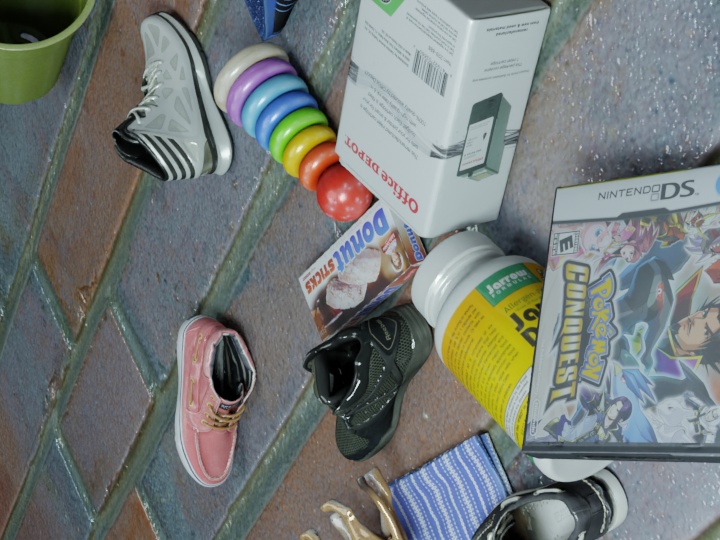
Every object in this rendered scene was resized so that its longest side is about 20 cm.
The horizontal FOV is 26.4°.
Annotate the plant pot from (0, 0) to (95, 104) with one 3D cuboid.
[{"bbox_3d":[-0.427,-0.306,1.895,0.202,0.198,0.190,64,159,18],"label":"plant pot"}]

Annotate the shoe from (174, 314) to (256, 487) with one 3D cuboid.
[{"bbox_3d":[-0.164,0.155,1.737,0.091,0.071,0.203,16,111,60],"label":"shoe"}]

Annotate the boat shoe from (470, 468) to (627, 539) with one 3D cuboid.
[{"bbox_3d":[0.140,0.223,1.283,0.200,0.060,0.075,-35,75,50],"label":"boat shoe"}]

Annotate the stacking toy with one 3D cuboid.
[{"bbox_3d":[-0.057,-0.123,1.467,0.201,0.085,0.086,52,141,24],"label":"stacking toy"}]

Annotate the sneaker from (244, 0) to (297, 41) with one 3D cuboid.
[{"bbox_3d":[-0.067,-0.280,1.432,0.200,0.077,0.071,113,133,-73],"label":"sneaker"}]

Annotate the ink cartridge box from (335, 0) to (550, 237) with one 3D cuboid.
[{"bbox_3d":[0.061,-0.152,1.256,0.146,0.083,0.202,46,137,39],"label":"ink cartridge box"}]

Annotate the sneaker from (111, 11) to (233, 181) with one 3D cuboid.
[{"bbox_3d":[-0.222,-0.188,1.655,0.076,0.114,0.202,-47,62,53],"label":"sneaker"}]

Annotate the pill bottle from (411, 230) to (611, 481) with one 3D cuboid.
[{"bbox_3d":[0.128,0.060,1.207,0.200,0.112,0.114,48,139,38],"label":"pill bottle"}]

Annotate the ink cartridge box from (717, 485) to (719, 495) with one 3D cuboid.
[{"bbox_3d":[0.322,0.105,0.954,0.137,0.076,0.202,48,140,36],"label":"ink cartridge box"}]

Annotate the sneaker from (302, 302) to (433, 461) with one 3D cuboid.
[{"bbox_3d":[-0.012,0.116,1.450,0.077,0.113,0.200,58,146,28],"label":"sneaker"}]

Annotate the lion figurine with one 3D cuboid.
[{"bbox_3d":[0.007,0.277,1.476,0.123,0.072,0.200,56,156,16],"label":"lion figurine"}]

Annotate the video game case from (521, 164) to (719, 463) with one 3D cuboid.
[{"bbox_3d":[0.197,0.030,1.058,0.179,0.025,0.203,-6,69,47],"label":"video game case"}]

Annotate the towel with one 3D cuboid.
[{"bbox_3d":[0.088,0.245,1.425,0.200,0.024,0.146,-41,68,55],"label":"towel"}]

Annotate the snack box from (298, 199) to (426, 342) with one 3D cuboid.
[{"bbox_3d":[0.000,0.000,1.466,0.200,0.024,0.073,-42,65,55],"label":"snack box"}]
